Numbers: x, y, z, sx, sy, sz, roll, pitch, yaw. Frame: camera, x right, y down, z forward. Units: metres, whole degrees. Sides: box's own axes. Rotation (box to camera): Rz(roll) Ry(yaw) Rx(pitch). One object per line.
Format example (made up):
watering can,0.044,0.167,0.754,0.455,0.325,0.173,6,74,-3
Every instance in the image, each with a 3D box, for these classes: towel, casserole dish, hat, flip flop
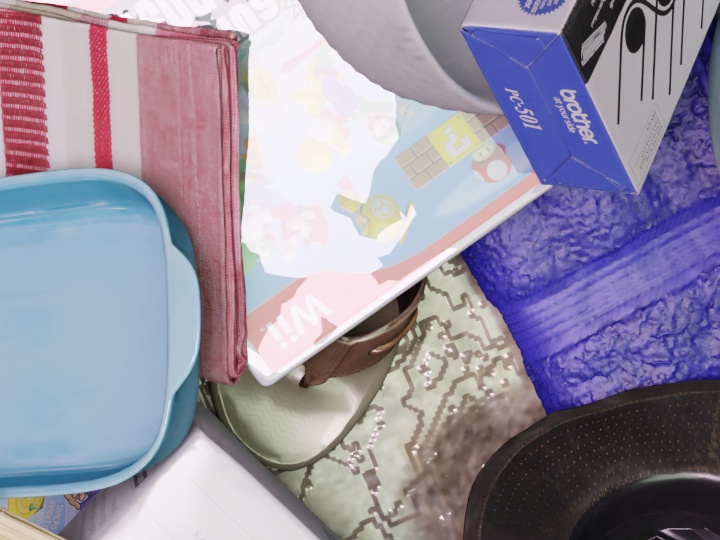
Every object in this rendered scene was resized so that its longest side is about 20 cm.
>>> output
towel,-0.135,-0.040,1.001,0.200,0.023,0.144,12,118,23
casserole dish,-0.134,0.027,0.972,0.200,0.039,0.121,-7,81,31
towel,0.120,-0.019,1.079,0.148,0.050,0.200,-29,96,-4
hat,0.136,0.140,1.017,0.200,0.201,0.081,-11,137,-5
flip flop,0.000,0.000,1.046,0.081,0.058,0.200,32,112,-10

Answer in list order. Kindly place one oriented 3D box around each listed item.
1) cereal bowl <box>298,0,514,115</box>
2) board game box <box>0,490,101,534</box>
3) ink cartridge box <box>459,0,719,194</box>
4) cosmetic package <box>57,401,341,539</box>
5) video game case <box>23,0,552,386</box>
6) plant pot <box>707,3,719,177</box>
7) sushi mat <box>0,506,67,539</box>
cereal bowl,0.024,-0.158,0.936,0.083,0.200,0.200,4,94,33
board game box,-0.129,0.179,1.072,0.135,0.034,0.200,14,91,-7
ink cartridge box,0.106,-0.136,0.948,0.044,0.094,0.200,7,59,31
cosmetic package,-0.063,0.194,1.002,0.199,0.123,0.200,44,89,-7
video game case,-0.038,-0.075,1.001,0.143,0.017,0.200,-35,94,1
plant pot,0.220,-0.088,1.008,0.200,0.200,0.134,-22,54,-4
sushi mat,-0.076,0.167,0.930,0.200,0.012,0.096,27,91,-6
